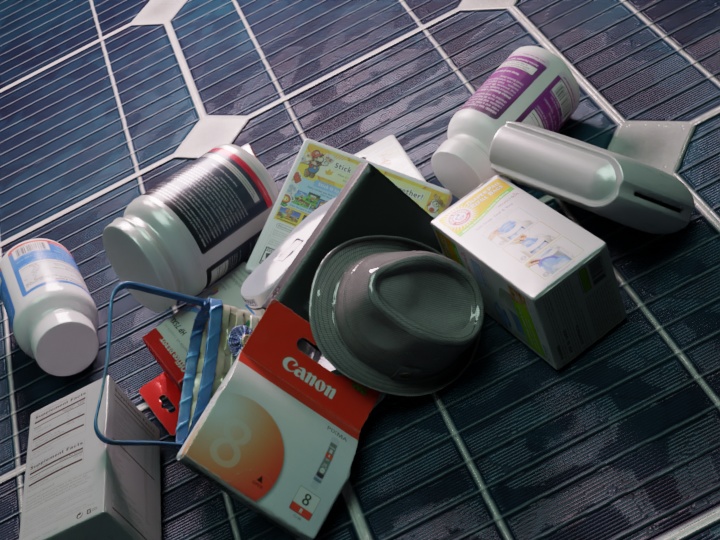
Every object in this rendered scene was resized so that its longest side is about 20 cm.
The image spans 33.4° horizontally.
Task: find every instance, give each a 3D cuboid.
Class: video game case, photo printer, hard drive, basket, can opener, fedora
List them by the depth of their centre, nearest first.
[{"bbox_3d":[0.052,0.038,1.276,0.090,0.198,0.179,143,144,-62],"label":"fedora"},{"bbox_3d":[-0.183,0.108,1.306,0.198,0.139,0.178,7,71,-12],"label":"basket"},{"bbox_3d":[0.022,0.109,1.323,0.200,0.067,0.052,-40,41,-23],"label":"can opener"},{"bbox_3d":[0.265,-0.101,1.341,0.199,0.165,0.070,28,101,45],"label":"photo printer"},{"bbox_3d":[0.000,0.000,1.350,0.201,0.139,0.033,-55,22,-9],"label":"hard drive"},{"bbox_3d":[-0.014,-0.045,1.437,0.198,0.023,0.183,21,78,16],"label":"video game case"}]

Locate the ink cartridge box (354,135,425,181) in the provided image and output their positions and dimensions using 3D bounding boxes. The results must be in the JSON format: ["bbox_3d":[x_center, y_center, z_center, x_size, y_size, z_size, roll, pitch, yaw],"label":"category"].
[{"bbox_3d":[0.009,-0.078,1.538,0.161,0.050,0.200,-28,35,0],"label":"ink cartridge box"}]

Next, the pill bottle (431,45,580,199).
[{"bbox_3d":[0.180,-0.181,1.509,0.112,0.113,0.200,20,58,42],"label":"pill bottle"}]

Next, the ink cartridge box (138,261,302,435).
[{"bbox_3d":[-0.181,0.093,1.446,0.199,0.068,0.116,-38,40,-12],"label":"ink cartridge box"}]

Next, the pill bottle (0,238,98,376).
[{"bbox_3d":[-0.410,0.051,1.585,0.112,0.113,0.200,-31,40,-6],"label":"pill bottle"}]

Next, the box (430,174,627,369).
[{"bbox_3d":[0.181,-0.003,1.312,0.101,0.113,0.200,-35,39,-12],"label":"box"}]

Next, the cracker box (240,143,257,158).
[{"bbox_3d":[-0.215,-0.080,1.662,0.199,0.058,0.134,-28,40,-2],"label":"cracker box"}]

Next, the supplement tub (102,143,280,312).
[{"bbox_3d":[-0.205,-0.054,1.493,0.199,0.141,0.140,-37,39,-30],"label":"supplement tub"}]

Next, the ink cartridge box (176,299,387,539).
[{"bbox_3d":[-0.070,0.151,1.234,0.201,0.161,0.050,-59,11,-19],"label":"ink cartridge box"}]

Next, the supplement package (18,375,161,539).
[{"bbox_3d":[-0.291,0.237,1.310,0.109,0.114,0.201,-26,38,10],"label":"supplement package"}]

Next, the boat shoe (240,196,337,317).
[{"bbox_3d":[-0.051,-0.014,1.388,0.200,0.066,0.073,-41,33,-14],"label":"boat shoe"}]

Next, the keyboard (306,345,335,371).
[{"bbox_3d":[-0.062,0.158,1.357,0.056,0.011,0.201,2,48,24],"label":"keyboard"}]
